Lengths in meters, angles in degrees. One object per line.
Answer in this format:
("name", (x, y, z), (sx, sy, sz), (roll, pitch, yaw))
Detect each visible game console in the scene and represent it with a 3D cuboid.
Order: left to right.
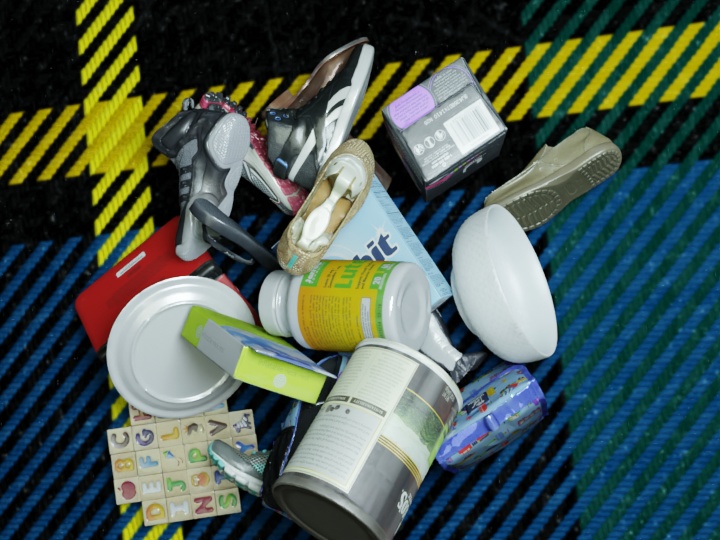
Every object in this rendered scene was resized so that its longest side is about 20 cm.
("game console", (-0.260, 0.060, 1.519), (0.199, 0.119, 0.173), (-38, 54, 1))

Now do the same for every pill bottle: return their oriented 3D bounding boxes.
("pill bottle", (-0.022, 0.043, 1.367), (0.197, 0.111, 0.113), (2, 87, 29))

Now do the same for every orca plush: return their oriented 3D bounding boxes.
("orca plush", (0.091, 0.061, 1.460), (0.199, 0.071, 0.107), (33, 108, 31))

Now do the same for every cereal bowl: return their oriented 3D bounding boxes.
("cereal bowl", (0.171, 0.025, 1.407), (0.082, 0.199, 0.203), (-23, 85, 23))

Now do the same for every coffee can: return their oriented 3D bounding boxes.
("coffee can", (0.010, 0.200, 1.263), (0.145, 0.147, 0.201), (29, 62, 5))

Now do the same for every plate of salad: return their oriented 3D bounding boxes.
("plate of salad", (-0.233, 0.098, 1.453), (0.197, 0.048, 0.203), (-9, 115, -19))

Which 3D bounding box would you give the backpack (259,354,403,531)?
("backpack", (-0.022, 0.218, 1.403), (0.180, 0.134, 0.203), (20, 65, -15))

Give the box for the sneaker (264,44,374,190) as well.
("sneaker", (-0.061, -0.210, 1.428), (0.110, 0.073, 0.203), (20, 86, 3))

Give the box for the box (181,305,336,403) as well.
("box", (-0.126, 0.102, 1.354), (0.121, 0.199, 0.048), (21, 93, -32))

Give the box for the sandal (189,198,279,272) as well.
("sandal", (-0.159, -0.032, 1.426), (0.043, 0.200, 0.076), (-48, 60, -1))

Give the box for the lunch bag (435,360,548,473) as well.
("lunch bag", (0.158, 0.187, 1.387), (0.149, 0.200, 0.095), (-33, 85, 1))

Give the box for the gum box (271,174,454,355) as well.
("gum box", (0.000, 0.000, 1.439), (0.169, 0.044, 0.201), (-40, 75, 27))

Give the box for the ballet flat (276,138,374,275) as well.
("ballet flat", (-0.033, -0.083, 1.350), (0.070, 0.065, 0.202), (29, 69, -5))

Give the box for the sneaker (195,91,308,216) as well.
("sneaker", (-0.149, -0.148, 1.500), (0.200, 0.080, 0.075), (46, 118, 6))

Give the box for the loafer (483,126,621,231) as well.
("loafer", (0.246, -0.118, 1.465), (0.198, 0.076, 0.068), (-28, 47, 11))

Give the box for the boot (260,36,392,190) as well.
("boot", (-0.008, -0.183, 1.493), (0.186, 0.064, 0.201), (-39, 87, 2))

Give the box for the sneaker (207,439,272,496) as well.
("sneaker", (-0.105, 0.262, 1.473), (0.198, 0.078, 0.092), (28, 73, -5))

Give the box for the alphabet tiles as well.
("alphabet tiles", (-0.236, 0.250, 1.496), (0.196, 0.006, 0.170), (-7, 91, -3))

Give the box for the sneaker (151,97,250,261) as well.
("sneaker", (-0.221, -0.122, 1.450), (0.113, 0.075, 0.203), (26, 102, 23))

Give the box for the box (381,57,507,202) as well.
("box", (0.106, -0.171, 1.411), (0.121, 0.200, 0.107), (-32, 85, 2))
